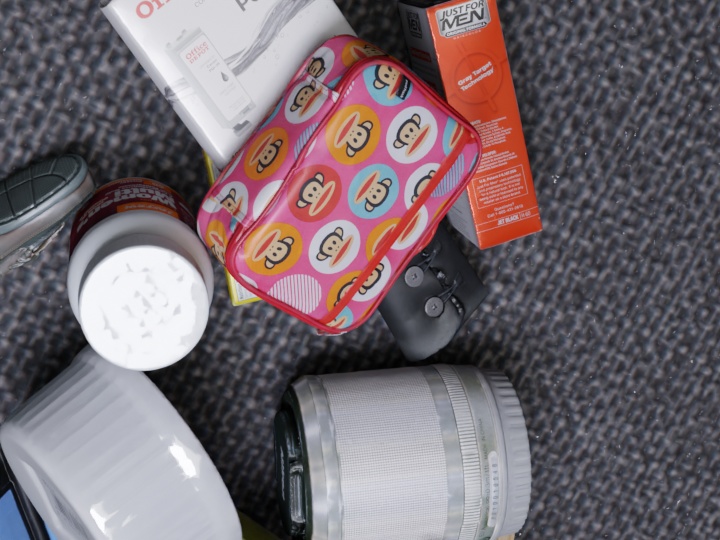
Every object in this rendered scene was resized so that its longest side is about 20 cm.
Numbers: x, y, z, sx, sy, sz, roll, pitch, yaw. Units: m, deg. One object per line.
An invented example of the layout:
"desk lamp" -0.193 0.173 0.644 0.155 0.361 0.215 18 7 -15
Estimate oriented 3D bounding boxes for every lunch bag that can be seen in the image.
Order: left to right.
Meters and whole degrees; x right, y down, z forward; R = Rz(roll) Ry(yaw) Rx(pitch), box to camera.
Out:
"lunch bag" -0.007 -0.056 0.897 0.176 0.082 0.201 32 97 -42

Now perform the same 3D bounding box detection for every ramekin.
"ramekin" -0.190 0.165 0.923 0.097 0.200 0.202 -36 111 -26

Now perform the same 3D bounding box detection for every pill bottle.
"pill bottle" -0.169 0.000 0.914 0.108 0.200 0.111 -3 106 -12

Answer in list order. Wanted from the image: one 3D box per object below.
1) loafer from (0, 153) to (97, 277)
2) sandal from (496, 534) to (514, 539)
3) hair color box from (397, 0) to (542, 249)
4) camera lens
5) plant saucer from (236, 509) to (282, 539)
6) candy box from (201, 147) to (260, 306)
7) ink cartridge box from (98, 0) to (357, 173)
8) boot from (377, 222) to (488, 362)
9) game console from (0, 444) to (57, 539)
"loafer" -0.293 -0.022 0.960 0.199 0.072 0.063 -30 129 4
"sandal" 0.141 0.309 1.137 0.069 0.078 0.214 8 98 -12
"hair color box" 0.091 -0.130 0.991 0.061 0.102 0.202 -18 109 -7
"camera lens" 0.030 0.165 1.027 0.198 0.160 0.162 -4 106 -12
"plant saucer" -0.087 0.293 1.020 0.048 0.199 0.201 -22 120 -36
"candy box" -0.078 -0.078 1.006 0.101 0.026 0.202 -12 107 -10
"ink cartridge box" -0.086 -0.167 0.923 0.146 0.083 0.201 -38 111 -5
"boot" 0.001 -0.001 1.010 0.164 0.066 0.201 -38 121 -6
"game console" -0.252 0.236 1.010 0.115 0.176 0.202 -9 109 20
